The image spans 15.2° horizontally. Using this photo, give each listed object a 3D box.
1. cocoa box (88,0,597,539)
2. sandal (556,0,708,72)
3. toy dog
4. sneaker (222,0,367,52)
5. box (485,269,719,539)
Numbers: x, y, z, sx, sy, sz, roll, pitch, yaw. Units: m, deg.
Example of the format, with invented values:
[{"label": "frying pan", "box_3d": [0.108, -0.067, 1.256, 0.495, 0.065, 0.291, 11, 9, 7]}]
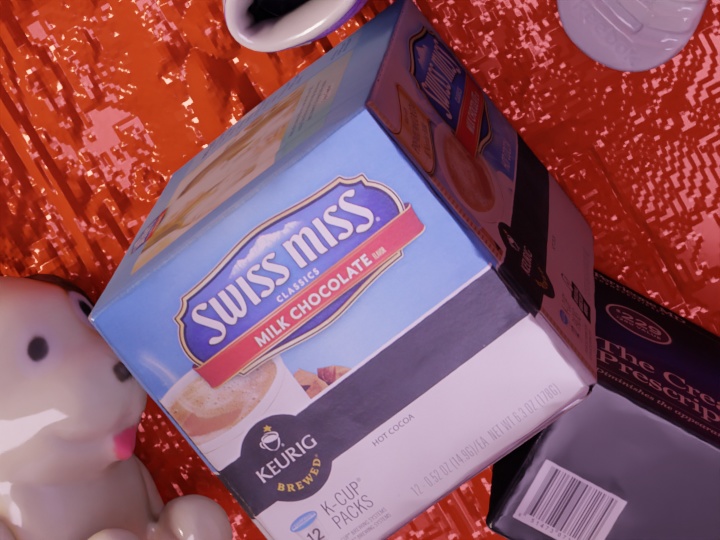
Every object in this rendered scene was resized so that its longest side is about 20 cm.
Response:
[{"label": "cocoa box", "box_3d": [0.000, 0.000, 1.019, 0.133, 0.200, 0.131, -36, 100, 14]}, {"label": "sandal", "box_3d": [0.128, -0.173, 1.039, 0.082, 0.050, 0.203, 31, 120, 10]}, {"label": "toy dog", "box_3d": [-0.143, 0.100, 1.111, 0.193, 0.139, 0.201, 25, 114, 35]}, {"label": "sneaker", "box_3d": [0.023, -0.156, 1.016, 0.073, 0.114, 0.201, 40, 105, -6]}, {"label": "box", "box_3d": [0.155, 0.092, 1.067, 0.199, 0.141, 0.079, 28, 105, -5]}]
